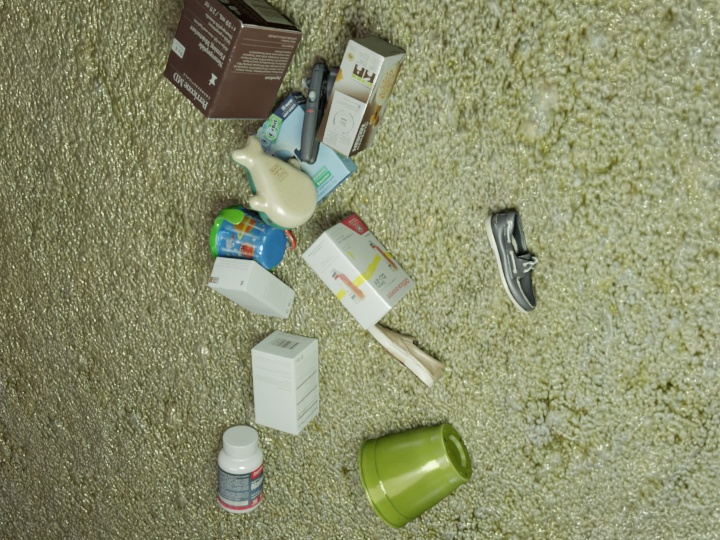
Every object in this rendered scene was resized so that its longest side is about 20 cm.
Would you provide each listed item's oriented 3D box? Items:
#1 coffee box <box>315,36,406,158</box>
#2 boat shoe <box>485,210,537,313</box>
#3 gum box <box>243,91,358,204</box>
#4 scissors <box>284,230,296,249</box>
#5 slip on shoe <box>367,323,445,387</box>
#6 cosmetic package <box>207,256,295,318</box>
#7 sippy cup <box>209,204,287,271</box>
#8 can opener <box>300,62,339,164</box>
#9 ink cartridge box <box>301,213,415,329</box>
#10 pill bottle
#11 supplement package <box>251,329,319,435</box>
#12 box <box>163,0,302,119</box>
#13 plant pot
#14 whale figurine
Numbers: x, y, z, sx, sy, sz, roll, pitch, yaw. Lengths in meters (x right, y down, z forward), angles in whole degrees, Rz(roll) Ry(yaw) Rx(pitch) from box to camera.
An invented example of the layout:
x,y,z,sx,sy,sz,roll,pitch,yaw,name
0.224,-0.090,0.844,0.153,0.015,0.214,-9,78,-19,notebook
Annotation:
x,y,z,sx,sy,sz,roll,pitch,yaw,name
0.000,-0.328,1.308,0.079,0.114,0.201,30,120,14,coffee box
0.297,-0.016,1.299,0.062,0.073,0.201,-19,95,35,boat shoe
-0.127,-0.238,1.451,0.170,0.045,0.200,-38,90,33,gum box
-0.181,-0.129,1.506,0.073,0.014,0.201,21,134,38,scissors
0.093,0.164,1.486,0.200,0.076,0.061,40,83,18,slip on shoe
-0.235,0.040,1.524,0.101,0.200,0.075,6,71,23,cosmetic package
-0.237,-0.063,1.514,0.130,0.178,0.141,17,101,26,sippy cup
-0.087,-0.308,1.356,0.078,0.063,0.201,13,87,26,can opener
0.000,0.000,1.409,0.200,0.145,0.083,49,121,2,ink cartridge box
-0.310,0.512,1.792,0.119,0.120,0.201,14,115,22,pill bottle
-0.173,0.261,1.625,0.116,0.117,0.201,10,113,23,supplement package
-0.251,-0.425,1.354,0.166,0.164,0.201,44,123,22,box
0.130,0.428,1.502,0.192,0.200,0.201,-29,94,21,plant pot
-0.182,-0.171,1.395,0.200,0.159,0.104,47,144,-15,whale figurine
